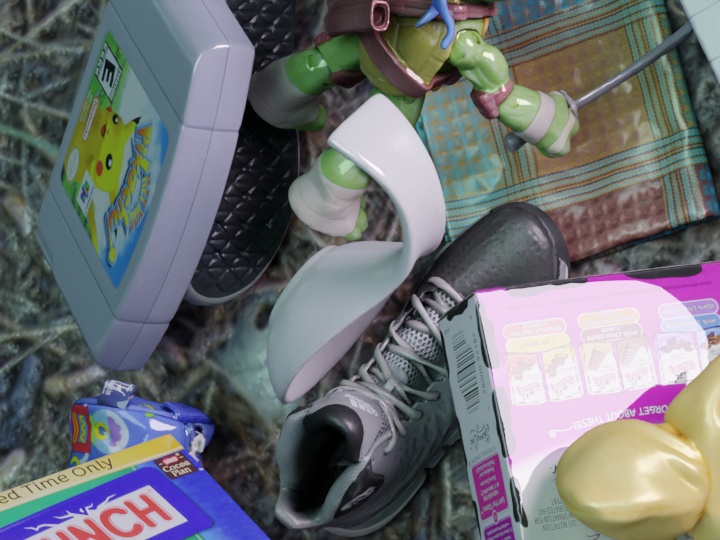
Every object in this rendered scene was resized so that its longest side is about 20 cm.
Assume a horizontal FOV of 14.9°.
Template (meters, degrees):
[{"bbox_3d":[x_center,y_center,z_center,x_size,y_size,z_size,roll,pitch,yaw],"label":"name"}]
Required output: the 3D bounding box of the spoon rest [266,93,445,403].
[{"bbox_3d":[0.000,0.000,1.342,0.061,0.200,0.099,37,57,15],"label":"spoon rest"}]

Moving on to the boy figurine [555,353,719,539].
[{"bbox_3d":[0.182,0.085,1.251,0.200,0.064,0.125,-18,110,-17],"label":"boy figurine"}]

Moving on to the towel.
[{"bbox_3d":[0.092,-0.100,1.403,0.146,0.022,0.200,-19,75,21],"label":"towel"}]

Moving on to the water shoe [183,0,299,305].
[{"bbox_3d":[-0.077,-0.082,1.459,0.079,0.071,0.200,6,89,55],"label":"water shoe"}]

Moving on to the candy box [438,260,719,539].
[{"bbox_3d":[0.125,0.104,1.297,0.136,0.061,0.200,-6,77,-18],"label":"candy box"}]

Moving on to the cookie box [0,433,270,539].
[{"bbox_3d":[-0.105,0.181,1.263,0.200,0.171,0.075,42,137,36],"label":"cookie box"}]

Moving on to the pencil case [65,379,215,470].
[{"bbox_3d":[-0.117,0.159,1.421,0.087,0.078,0.200,-2,82,45],"label":"pencil case"}]

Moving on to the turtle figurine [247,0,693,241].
[{"bbox_3d":[0.048,-0.109,1.373,0.144,0.200,0.194,47,128,-6],"label":"turtle figurine"}]

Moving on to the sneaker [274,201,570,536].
[{"bbox_3d":[0.025,0.055,1.346,0.075,0.115,0.200,37,103,16],"label":"sneaker"}]

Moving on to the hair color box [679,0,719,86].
[{"bbox_3d":[0.201,-0.171,1.344,0.109,0.065,0.200,-28,70,17],"label":"hair color box"}]

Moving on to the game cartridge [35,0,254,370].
[{"bbox_3d":[-0.113,-0.056,1.412,0.133,0.040,0.200,54,132,45],"label":"game cartridge"}]
